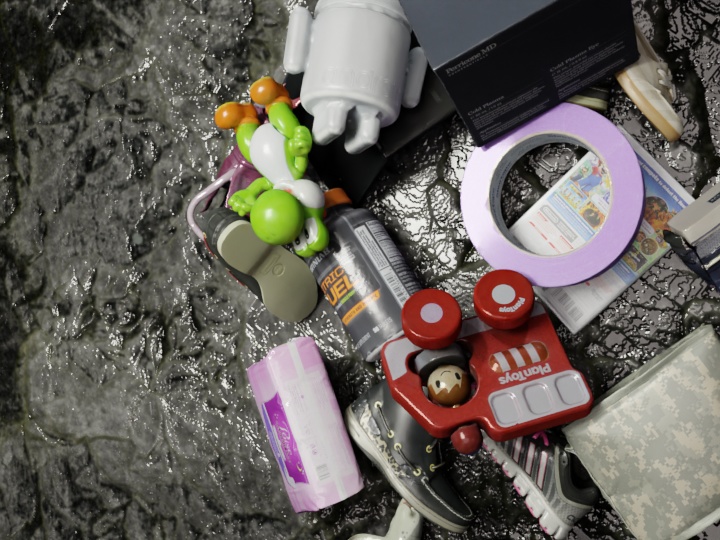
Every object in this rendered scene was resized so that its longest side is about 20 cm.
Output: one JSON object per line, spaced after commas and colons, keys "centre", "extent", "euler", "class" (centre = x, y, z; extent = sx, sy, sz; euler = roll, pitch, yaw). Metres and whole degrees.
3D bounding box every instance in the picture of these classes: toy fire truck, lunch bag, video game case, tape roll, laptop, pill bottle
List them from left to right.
{"centre": [0.000, 0.000, 1.052], "extent": [0.106, 0.106, 0.201], "euler": [-36, 77, 16], "class": "pill bottle"}
{"centre": [0.008, -0.210, 1.078], "extent": [0.199, 0.116, 0.188], "euler": [-34, 78, 0], "class": "laptop"}
{"centre": [0.129, 0.107, 0.933], "extent": [0.198, 0.113, 0.169], "euler": [-15, 54, -5], "class": "toy fire truck"}
{"centre": [0.215, -0.082, 0.975], "extent": [0.198, 0.066, 0.203], "euler": [0, 90, 20], "class": "tape roll"}
{"centre": [0.271, -0.046, 0.997], "extent": [0.200, 0.018, 0.143], "euler": [-45, 75, 15], "class": "video game case"}
{"centre": [0.333, 0.180, 0.918], "extent": [0.199, 0.117, 0.165], "euler": [-38, 77, 11], "class": "lunch bag"}

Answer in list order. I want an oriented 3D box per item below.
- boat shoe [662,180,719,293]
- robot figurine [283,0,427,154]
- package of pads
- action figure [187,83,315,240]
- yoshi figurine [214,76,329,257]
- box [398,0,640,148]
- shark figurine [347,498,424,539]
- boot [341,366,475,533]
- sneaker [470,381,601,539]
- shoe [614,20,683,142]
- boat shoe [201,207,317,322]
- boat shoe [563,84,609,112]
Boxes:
{"centre": [0.425, -0.062, 0.921], "extent": [0.199, 0.075, 0.093], "euler": [-37, 102, 9], "class": "boat shoe"}
{"centre": [-0.003, -0.235, 0.967], "extent": [0.113, 0.168, 0.202], "euler": [-11, 69, 64], "class": "robot figurine"}
{"centre": [-0.070, 0.190, 1.066], "extent": [0.075, 0.120, 0.202], "euler": [-16, 80, -23], "class": "package of pads"}
{"centre": [-0.141, -0.146, 1.093], "extent": [0.134, 0.148, 0.201], "euler": [39, 116, 23], "class": "action figure"}
{"centre": [-0.099, -0.110, 0.977], "extent": [0.111, 0.112, 0.202], "euler": [-20, 79, -16], "class": "yoshi figurine"}
{"centre": [0.165, -0.247, 0.880], "extent": [0.199, 0.182, 0.105], "euler": [-28, 67, 11], "class": "box"}
{"centre": [0.013, 0.379, 1.061], "extent": [0.214, 0.090, 0.129], "euler": [-36, 44, 9], "class": "shark figurine"}
{"centre": [0.090, 0.192, 1.033], "extent": [0.203, 0.073, 0.154], "euler": [44, 101, 16], "class": "boot"}
{"centre": [0.202, 0.201, 0.992], "extent": [0.087, 0.074, 0.201], "euler": [-37, 82, 16], "class": "sneaker"}
{"centre": [0.304, -0.234, 0.959], "extent": [0.053, 0.070, 0.201], "euler": [-34, 76, 25], "class": "shoe"}
{"centre": [-0.118, -0.007, 1.065], "extent": [0.074, 0.201, 0.063], "euler": [-47, 47, -5], "class": "boat shoe"}
{"centre": [0.195, -0.237, 1.000], "extent": [0.199, 0.072, 0.067], "euler": [24, 102, 24], "class": "boat shoe"}
